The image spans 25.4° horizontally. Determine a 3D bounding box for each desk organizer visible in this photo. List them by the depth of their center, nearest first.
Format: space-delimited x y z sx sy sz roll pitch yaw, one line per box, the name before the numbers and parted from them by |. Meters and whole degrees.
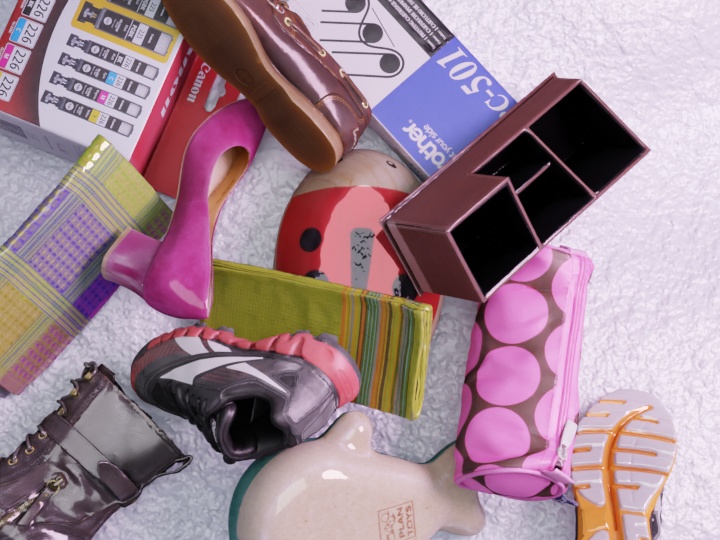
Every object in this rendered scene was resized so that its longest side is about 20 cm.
desk organizer | 0.119 -0.064 1.195 0.200 0.077 0.072 -41 117 -24

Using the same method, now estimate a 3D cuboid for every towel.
towel | -0.039 0.049 1.188 0.200 0.018 0.086 12 103 30
towel | -0.232 0.003 1.193 0.023 0.144 0.200 37 81 27

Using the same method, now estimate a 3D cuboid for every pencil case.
pencil case | 0.128 0.072 1.192 0.091 0.094 0.200 20 64 -28

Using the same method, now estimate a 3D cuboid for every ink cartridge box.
ink cartridge box | -0.177 -0.178 1.251 0.176 0.084 0.200 21 80 2
ink cartridge box | 0.034 -0.159 1.272 0.094 0.044 0.200 -41 84 -6

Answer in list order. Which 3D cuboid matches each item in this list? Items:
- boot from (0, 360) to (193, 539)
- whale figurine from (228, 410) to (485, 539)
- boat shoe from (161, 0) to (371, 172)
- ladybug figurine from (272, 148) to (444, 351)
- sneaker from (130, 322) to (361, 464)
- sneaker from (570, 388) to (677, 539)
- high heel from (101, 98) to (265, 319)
boot | -0.250 0.139 1.209 0.200 0.069 0.174 38 79 -3
whale figurine | -0.005 0.177 1.197 0.200 0.104 0.159 -13 103 -25
boat shoe | -0.070 -0.168 1.210 0.200 0.070 0.070 50 56 -19
ladybug figurine | 0.000 0.000 1.230 0.136 0.072 0.200 -1 80 -2
sneaker | -0.101 0.091 1.166 0.200 0.071 0.098 1 40 34
sneaker | 0.193 0.183 1.206 0.078 0.077 0.200 6 61 12
high heel | -0.104 -0.049 1.214 0.096 0.067 0.200 24 56 23
